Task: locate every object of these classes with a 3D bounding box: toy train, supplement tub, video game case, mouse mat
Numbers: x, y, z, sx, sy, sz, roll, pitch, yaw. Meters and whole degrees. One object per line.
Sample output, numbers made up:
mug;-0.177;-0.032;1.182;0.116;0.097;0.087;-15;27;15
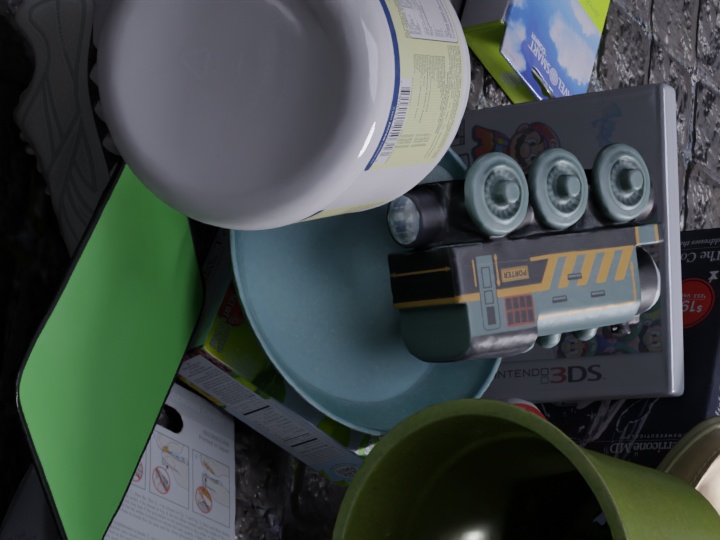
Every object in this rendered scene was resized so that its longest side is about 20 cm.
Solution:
toy train;0.098;-0.011;1.123;0.199;0.085;0.115;-7;91;-41
supplement tub;-0.028;-0.098;0.966;0.200;0.144;0.146;-16;99;-72
video game case;0.125;-0.014;1.286;0.024;0.181;0.202;11;77;-55
mouse mat;-0.120;0.034;0.969;0.162;0.007;0.201;82;22;-46

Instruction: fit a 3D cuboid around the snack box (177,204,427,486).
snack box;-0.018;0.006;1.155;0.142;0.053;0.201;36;56;-24

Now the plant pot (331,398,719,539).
plant pot;0.115;0.175;1.096;0.189;0.199;0.202;7;80;-52

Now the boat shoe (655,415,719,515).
boat shoe;0.200;0.187;1.193;0.072;0.065;0.201;14;107;-31

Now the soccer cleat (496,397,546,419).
soccer cleat;0.052;0.168;1.247;0.068;0.085;0.201;36;82;-24

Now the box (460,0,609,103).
box;0.135;-0.204;1.445;0.122;0.047;0.201;45;51;-41

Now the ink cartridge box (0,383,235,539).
ink cartridge box;-0.128;0.150;1.037;0.162;0.057;0.201;34;40;-48

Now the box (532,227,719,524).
box;0.176;0.079;1.331;0.104;0.199;0.183;46;50;-42

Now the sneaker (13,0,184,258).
sneaker;-0.138;-0.057;1.018;0.075;0.080;0.202;-50;145;-61

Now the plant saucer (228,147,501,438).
plant saucer;0.000;0.000;1.113;0.199;0.036;0.202;13;67;-34
